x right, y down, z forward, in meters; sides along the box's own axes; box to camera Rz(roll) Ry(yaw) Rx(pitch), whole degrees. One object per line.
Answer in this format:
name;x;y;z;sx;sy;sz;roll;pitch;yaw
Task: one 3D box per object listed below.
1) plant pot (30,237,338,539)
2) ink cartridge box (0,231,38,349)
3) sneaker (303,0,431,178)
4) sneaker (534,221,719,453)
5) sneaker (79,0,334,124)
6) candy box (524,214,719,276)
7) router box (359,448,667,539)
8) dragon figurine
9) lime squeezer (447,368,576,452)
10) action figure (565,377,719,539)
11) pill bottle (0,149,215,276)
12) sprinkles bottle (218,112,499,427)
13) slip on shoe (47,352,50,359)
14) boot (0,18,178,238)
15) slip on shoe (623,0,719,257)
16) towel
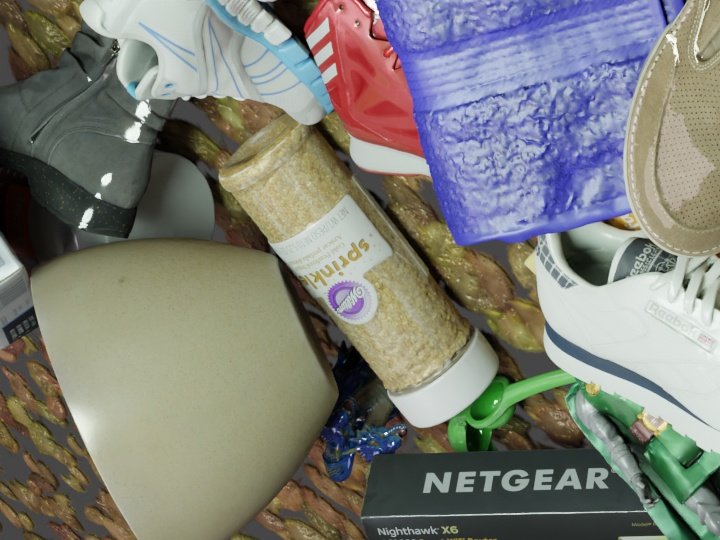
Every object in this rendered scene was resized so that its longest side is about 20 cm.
plant pot;-0.092;0.060;1.346;0.200;0.134;0.201;-25;-90;-89
ink cartridge box;-0.265;-0.055;1.372;0.200;0.043;0.198;55;171;5
sneaker;0.037;-0.102;1.153;0.200;0.078;0.116;3;134;49
sneaker;0.165;0.029;1.063;0.200;0.076;0.081;19;135;33
sneaker;-0.085;-0.120;1.218;0.075;0.087;0.200;47;-175;36
candy box;0.175;-0.013;1.121;0.115;0.055;0.200;44;151;-2
router box;0.115;0.178;1.381;0.199;0.052;0.157;-3;134;17
dragon figurine;-0.014;0.096;1.467;0.059;0.099;0.200;47;155;-8
lime squeezer;0.090;0.099;1.407;0.071;0.038;0.200;35;150;13
action figure;0.179;0.099;1.241;0.200;0.118;0.055;46;-174;17
pill bottle;-0.195;-0.045;1.495;0.200;0.110;0.110;12;140;44
sprinkles bottle;0.000;0.000;1.351;0.200;0.068;0.068;52;151;-16
slip on shoe;-0.134;0.057;1.541;0.061;0.074;0.200;1;164;40
boot;-0.182;-0.116;1.384;0.200;0.132;0.070;31;-166;30
slip on shoe;0.164;-0.088;0.926;0.076;0.061;0.200;22;116;-7
towel;0.081;-0.115;0.983;0.147;0.050;0.200;-17;106;9
